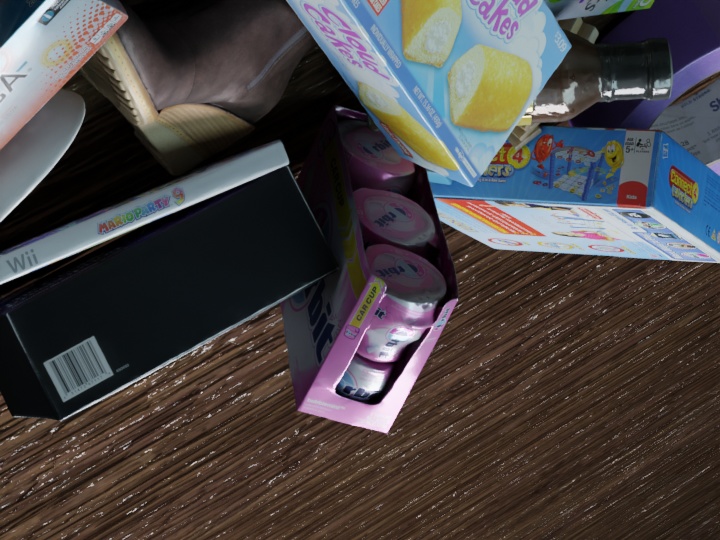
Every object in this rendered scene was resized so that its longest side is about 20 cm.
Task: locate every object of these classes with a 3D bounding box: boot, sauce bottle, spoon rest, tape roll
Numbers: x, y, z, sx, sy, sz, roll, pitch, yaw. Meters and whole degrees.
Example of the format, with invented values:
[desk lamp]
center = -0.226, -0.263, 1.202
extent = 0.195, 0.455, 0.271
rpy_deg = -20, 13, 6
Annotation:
[boot]
center = -0.081, -0.151, 1.297
extent = 0.166, 0.072, 0.200
rpy_deg = -45, 158, -5
[sauce bottle]
center = 0.102, -0.125, 1.468
extent = 0.199, 0.065, 0.065
rpy_deg = -2, 150, -1
[spoon rest]
center = -0.231, -0.032, 1.265
extent = 0.200, 0.099, 0.061
rpy_deg = -36, 117, 7
[tape roll]
center = 0.260, -0.140, 1.723
extent = 0.199, 0.066, 0.200
rpy_deg = -21, 151, -12

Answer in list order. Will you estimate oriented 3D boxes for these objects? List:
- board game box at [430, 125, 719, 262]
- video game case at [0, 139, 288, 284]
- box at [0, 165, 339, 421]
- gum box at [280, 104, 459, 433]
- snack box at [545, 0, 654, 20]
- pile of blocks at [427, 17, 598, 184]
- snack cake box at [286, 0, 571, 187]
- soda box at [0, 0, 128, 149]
[board game box]
center = 0.152, -0.056, 1.623
extent = 0.200, 0.195, 0.056
rpy_deg = 24, 73, -63
[video game case]
center = -0.157, -0.028, 1.358
extent = 0.200, 0.018, 0.143
rpy_deg = -25, -174, -28
[box]
center = -0.133, 0.015, 1.410
extent = 0.200, 0.079, 0.141
rpy_deg = -29, -175, -20
[gum box]
center = 0.000, 0.000, 1.449
extent = 0.066, 0.200, 0.114
rpy_deg = 15, 123, -19
[snack box]
center = 0.143, -0.229, 1.461
extent = 0.200, 0.053, 0.142
rpy_deg = -13, 146, -41
[pile of blocks]
center = 0.071, -0.115, 1.527
extent = 0.200, 0.082, 0.062
rpy_deg = -40, 153, 5
[snack cake box]
center = 0.037, -0.156, 1.324
extent = 0.115, 0.067, 0.200
rpy_deg = -54, 140, -12
[soda box]
center = -0.221, -0.095, 1.188
extent = 0.200, 0.064, 0.068
rpy_deg = -44, 155, 12
